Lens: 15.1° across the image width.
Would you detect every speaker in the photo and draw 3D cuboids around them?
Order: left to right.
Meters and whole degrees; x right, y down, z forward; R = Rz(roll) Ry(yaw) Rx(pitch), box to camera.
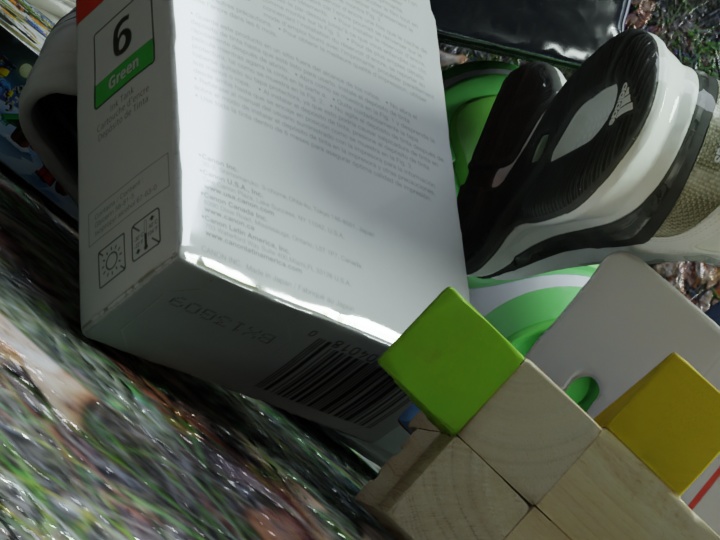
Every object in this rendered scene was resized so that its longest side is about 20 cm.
[{"bbox_3d":[0.064,-0.006,1.105,0.088,0.088,0.200,37,21,-27],"label":"speaker"}]

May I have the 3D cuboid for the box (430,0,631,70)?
[{"bbox_3d":[0.035,-0.174,1.172,0.104,0.149,0.200,11,6,-27],"label":"box"}]

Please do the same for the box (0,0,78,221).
[{"bbox_3d":[-0.102,-0.053,0.952,0.200,0.038,0.137,38,5,-13],"label":"box"}]

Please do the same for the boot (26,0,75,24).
[{"bbox_3d":[-0.052,-0.125,1.087,0.203,0.155,0.073,21,-23,-16],"label":"boot"}]

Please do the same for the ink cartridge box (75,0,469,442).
[{"bbox_3d":[-0.029,-0.058,0.808,0.109,0.050,0.201,23,47,-35],"label":"ink cartridge box"}]

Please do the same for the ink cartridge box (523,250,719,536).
[{"bbox_3d":[0.120,0.096,0.806,0.200,0.117,0.067,40,6,4],"label":"ink cartridge box"}]

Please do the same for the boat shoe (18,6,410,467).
[{"bbox_3d":[-0.034,0.004,0.857,0.200,0.074,0.065,43,34,-11],"label":"boat shoe"}]

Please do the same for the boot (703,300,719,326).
[{"bbox_3d":[0.195,0.107,1.199,0.200,0.090,0.073,54,5,1],"label":"boot"}]

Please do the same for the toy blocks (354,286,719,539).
[{"bbox_3d":[0.070,0.092,0.707,0.200,0.100,0.137,44,-5,-3],"label":"toy blocks"}]

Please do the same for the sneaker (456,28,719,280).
[{"bbox_3d":[0.098,-0.014,0.846,0.115,0.076,0.200,24,-8,-11],"label":"sneaker"}]
